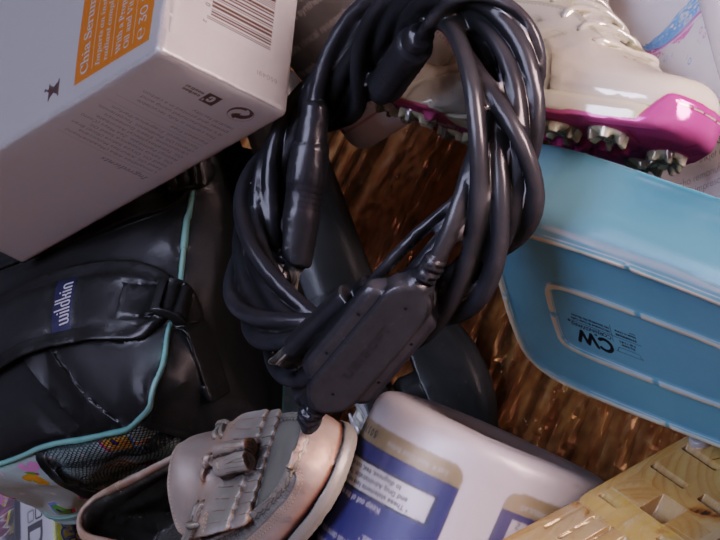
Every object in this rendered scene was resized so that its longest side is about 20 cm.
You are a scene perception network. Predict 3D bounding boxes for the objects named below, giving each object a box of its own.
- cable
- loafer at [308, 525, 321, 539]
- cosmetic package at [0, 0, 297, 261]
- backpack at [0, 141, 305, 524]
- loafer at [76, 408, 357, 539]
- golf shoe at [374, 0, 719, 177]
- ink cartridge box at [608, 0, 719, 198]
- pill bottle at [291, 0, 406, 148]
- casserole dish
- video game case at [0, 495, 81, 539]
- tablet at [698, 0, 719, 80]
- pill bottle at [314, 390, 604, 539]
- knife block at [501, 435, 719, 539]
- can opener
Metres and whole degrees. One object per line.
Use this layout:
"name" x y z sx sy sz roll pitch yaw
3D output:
"cable" 0.013 -0.040 1.221 0.200 0.051 0.164 -53 34 32
"loafer" -0.035 0.188 1.361 0.200 0.073 0.071 -55 50 24
"cosmetic package" -0.116 -0.090 1.336 0.200 0.071 0.102 -27 48 44
"backpack" -0.116 0.033 1.448 0.199 0.153 0.177 -16 60 35
"loafer" -0.069 0.103 1.312 0.200 0.063 0.072 -38 27 58
"golf shoe" 0.079 -0.092 1.239 0.200 0.075 0.092 15 84 52
"ink cartridge box" 0.144 -0.101 1.276 0.117 0.067 0.201 -25 56 41
"pill bottle" -0.017 -0.166 1.374 0.114 0.200 0.114 -38 6 4
"casserole dish" 0.123 0.020 1.187 0.200 0.121 0.039 22 54 37
"video game case" -0.216 0.157 1.609 0.200 0.025 0.181 -30 53 38
"tablet" 0.202 -0.109 1.193 0.130 0.014 0.201 -16 64 8
"pill bottle" 0.020 0.162 1.266 0.111 0.111 0.201 25 93 51
"knife block" 0.103 0.180 1.215 0.064 0.199 0.176 35 146 49
"can opener" 0.000 0.000 1.366 0.066 0.053 0.201 -25 83 -2
